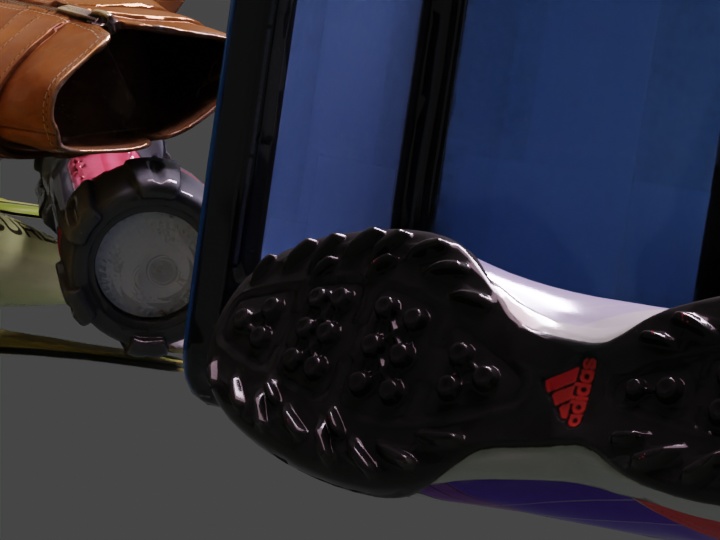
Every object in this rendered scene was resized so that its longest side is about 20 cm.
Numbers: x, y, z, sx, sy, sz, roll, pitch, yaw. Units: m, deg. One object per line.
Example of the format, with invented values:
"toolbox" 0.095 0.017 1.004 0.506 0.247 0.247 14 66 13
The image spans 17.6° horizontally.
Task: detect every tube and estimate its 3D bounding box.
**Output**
"tube" -0.160 -0.009 0.913 0.052 0.058 0.200 -33 -15 15

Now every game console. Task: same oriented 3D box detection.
"game console" 0.044 -0.049 0.729 0.118 0.201 0.171 9 3 26

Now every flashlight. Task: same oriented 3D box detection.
"flashlight" -0.090 -0.030 0.895 0.067 0.068 0.200 -1 19 -10

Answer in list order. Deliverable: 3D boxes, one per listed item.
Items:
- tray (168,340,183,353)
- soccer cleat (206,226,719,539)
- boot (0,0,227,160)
"tray" 0.000 0.000 0.928 0.199 0.022 0.107 -10 9 -23
"soccer cleat" 0.052 0.036 0.562 0.199 0.069 0.073 5 -23 34
"boot" -0.094 -0.086 0.873 0.154 0.074 0.200 3 33 45
